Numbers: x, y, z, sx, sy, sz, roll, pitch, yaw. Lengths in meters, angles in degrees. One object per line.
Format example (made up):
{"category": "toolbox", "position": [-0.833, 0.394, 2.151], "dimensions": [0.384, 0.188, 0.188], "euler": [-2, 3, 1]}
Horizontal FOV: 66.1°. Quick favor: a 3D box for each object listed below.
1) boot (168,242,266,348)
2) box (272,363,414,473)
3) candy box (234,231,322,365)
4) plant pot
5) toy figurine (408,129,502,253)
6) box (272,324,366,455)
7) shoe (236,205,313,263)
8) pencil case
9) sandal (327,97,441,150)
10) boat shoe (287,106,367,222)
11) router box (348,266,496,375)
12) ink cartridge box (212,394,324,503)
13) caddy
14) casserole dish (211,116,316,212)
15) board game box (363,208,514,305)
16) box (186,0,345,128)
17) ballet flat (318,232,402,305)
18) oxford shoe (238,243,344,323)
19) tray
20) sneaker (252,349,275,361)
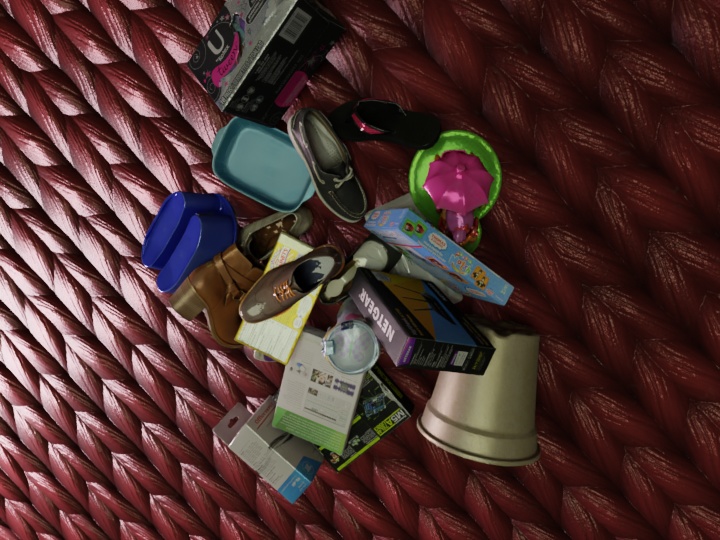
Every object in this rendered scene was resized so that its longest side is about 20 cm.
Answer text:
{"category": "boot", "position": [-0.219, 0.049, 0.981], "dimensions": [0.154, 0.200, 0.074], "euler": [-41, 53, 2]}
{"category": "box", "position": [-0.034, 0.243, 1.024], "dimensions": [0.193, 0.048, 0.200], "euler": [46, 110, -2]}
{"category": "candy box", "position": [-0.127, 0.048, 0.934], "dimensions": [0.101, 0.026, 0.203], "euler": [26, 97, 1]}
{"category": "plant pot", "position": [0.201, 0.174, 0.876], "dimensions": [0.196, 0.200, 0.188], "euler": [10, 95, 13]}
{"category": "toy figurine", "position": [0.137, -0.099, 0.803], "dimensions": [0.147, 0.184, 0.205], "euler": [0, 103, 10]}
{"category": "box", "position": [-0.071, 0.210, 0.984], "dimensions": [0.142, 0.036, 0.204], "euler": [19, 106, 11]}
{"category": "shoe", "position": [-0.175, -0.057, 0.980], "dimensions": [0.198, 0.053, 0.071], "euler": [-28, 96, 20]}
{"category": "pencil case", "position": [-0.006, 0.097, 0.895], "dimensions": [0.089, 0.200, 0.085], "euler": [-15, 99, 9]}
{"category": "sandal", "position": [0.031, -0.233, 0.847], "dimensions": [0.197, 0.045, 0.076], "euler": [18, 77, 31]}
{"category": "boat shoe", "position": [-0.044, -0.168, 0.889], "dimensions": [0.073, 0.060, 0.202], "euler": [-34, 105, -21]}
{"category": "router box", "position": [0.083, 0.071, 0.813], "dimensions": [0.147, 0.200, 0.052], "euler": [11, 112, -27]}
{"category": "ink cartridge box", "position": [-0.165, 0.319, 1.042], "dimensions": [0.199, 0.116, 0.068], "euler": [40, 110, 2]}
{"category": "caddy", "position": [-0.299, -0.046, 0.992], "dimensions": [0.142, 0.104, 0.201], "euler": [49, 114, 25]}
{"category": "casserole dish", "position": [-0.158, -0.179, 0.941], "dimensions": [0.197, 0.039, 0.123], "euler": [27, 95, 6]}
{"category": "board game box", "position": [0.112, -0.022, 0.826], "dimensions": [0.198, 0.151, 0.037], "euler": [35, 84, -18]}
{"category": "box", "position": [-0.145, -0.343, 0.843], "dimensions": [0.200, 0.131, 0.115], "euler": [-48, 70, 21]}
{"category": "ballet flat", "position": [0.000, 0.000, 0.922], "dimensions": [0.068, 0.068, 0.200], "euler": [48, 120, 2]}
{"category": "oxford shoe", "position": [-0.117, 0.022, 0.879], "dimensions": [0.198, 0.073, 0.072], "euler": [-35, 94, 8]}
{"category": "tray", "position": [0.088, -0.021, 0.932], "dimensions": [0.106, 0.022, 0.203], "euler": [-22, 98, 19]}
{"category": "sneaker", "position": [-0.140, 0.070, 1.005], "dimensions": [0.082, 0.081, 0.204], "euler": [10, 108, -13]}
